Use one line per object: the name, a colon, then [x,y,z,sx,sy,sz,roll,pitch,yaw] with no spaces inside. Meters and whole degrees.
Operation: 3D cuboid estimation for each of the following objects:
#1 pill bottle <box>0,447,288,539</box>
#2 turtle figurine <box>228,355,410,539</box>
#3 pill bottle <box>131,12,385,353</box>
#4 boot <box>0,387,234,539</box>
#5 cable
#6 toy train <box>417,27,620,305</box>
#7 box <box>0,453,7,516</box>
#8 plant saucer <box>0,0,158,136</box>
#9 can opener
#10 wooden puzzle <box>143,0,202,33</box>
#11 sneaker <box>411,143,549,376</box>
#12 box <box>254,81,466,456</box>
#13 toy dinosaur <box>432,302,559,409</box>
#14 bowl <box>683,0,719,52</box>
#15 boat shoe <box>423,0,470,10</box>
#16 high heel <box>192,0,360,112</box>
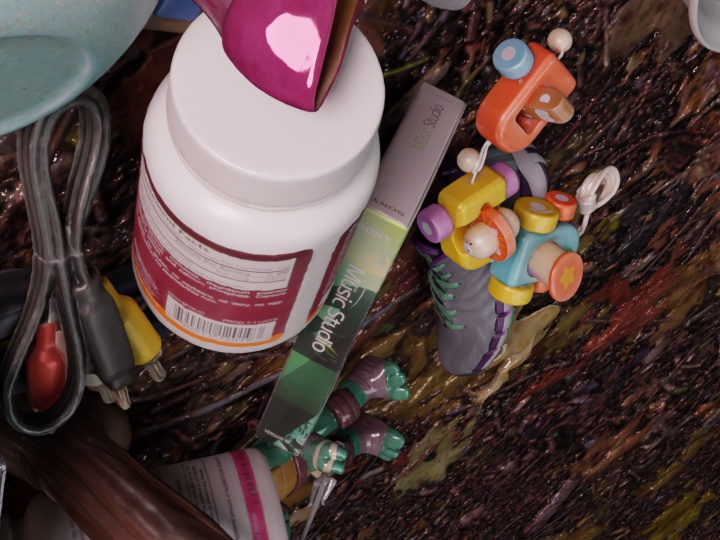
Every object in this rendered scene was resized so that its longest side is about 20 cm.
pill bottle: [-0.149,0.186,0.979,0.199,0.114,0.114,-11,145,-11]
turtle figurine: [-0.048,0.148,1.117,0.200,0.101,0.150,-37,163,-36]
pill bottle: [-0.053,-0.044,0.762,0.114,0.114,0.200,-29,165,-21]
boot: [-0.124,0.130,0.870,0.064,0.200,0.186,-63,153,2]
cable: [-0.152,0.001,0.759,0.097,0.050,0.201,-28,127,-27]
toy train: [0.117,-0.051,0.975,0.150,0.056,0.200,-49,143,-3]
box: [-0.252,0.088,0.655,0.124,0.200,0.197,-19,146,-34]
plant saucer: [-0.162,-0.084,0.607,0.200,0.039,0.201,-19,170,-4]
can opener: [-0.160,0.032,0.835,0.078,0.064,0.200,-24,172,40]
wooden puzzle: [-0.039,-0.177,0.703,0.200,0.046,0.185,0,132,-52]
sneaker: [0.063,-0.006,1.078,0.087,0.074,0.201,-11,130,-28]
box: [0.000,0.000,0.948,0.145,0.036,0.200,-64,178,-51]
toy dinosaur: [0.119,0.059,1.224,0.101,0.058,0.200,-38,162,11]
bowl: [0.250,-0.238,0.935,0.201,0.090,0.201,-31,152,-19]
boat shoe: [0.061,-0.186,0.741,0.067,0.073,0.200,-61,-168,-10]
high heel: [0.016,-0.159,0.652,0.200,0.096,0.067,-46,157,7]
